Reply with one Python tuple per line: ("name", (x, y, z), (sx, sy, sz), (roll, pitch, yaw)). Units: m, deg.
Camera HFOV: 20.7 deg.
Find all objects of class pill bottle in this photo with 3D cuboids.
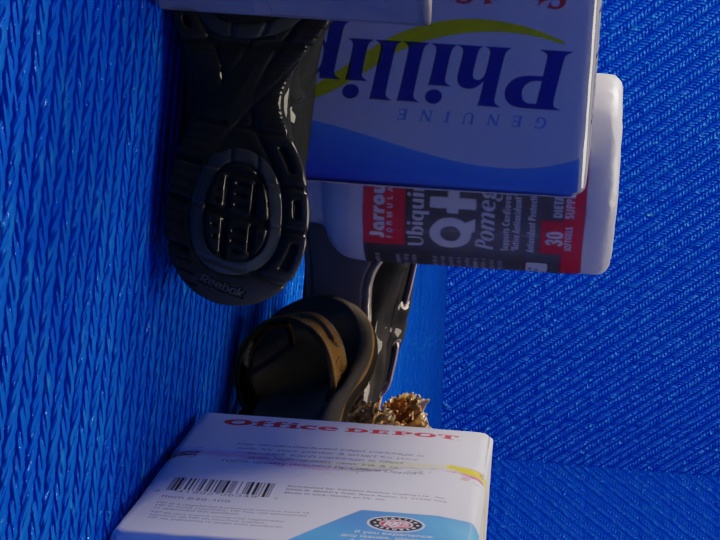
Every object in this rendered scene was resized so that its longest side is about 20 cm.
("pill bottle", (0.040, -0.058, 1.079), (0.111, 0.200, 0.111), (4, 90, -85))

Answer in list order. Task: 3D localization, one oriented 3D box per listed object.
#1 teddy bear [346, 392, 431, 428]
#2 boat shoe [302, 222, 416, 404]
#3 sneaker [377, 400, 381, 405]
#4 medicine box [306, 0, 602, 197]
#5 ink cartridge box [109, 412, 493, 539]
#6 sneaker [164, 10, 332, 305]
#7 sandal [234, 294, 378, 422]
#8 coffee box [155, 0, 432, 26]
("teddy bear", (-0.024, 0.131, 1.085), (0.200, 0.067, 0.145), (-44, 177, -43))
("boat shoe", (0.000, 0.000, 1.178), (0.057, 0.067, 0.200), (-13, 115, -71))
("sneaker", (-0.023, 0.121, 1.255), (0.077, 0.078, 0.200), (-173, -87, -77))
("medicine box", (0.026, -0.146, 0.955), (0.103, 0.182, 0.200), (-64, 157, -75))
("ink cartridge box", (-0.020, 0.159, 0.875), (0.200, 0.146, 0.146), (-57, 150, -78))
("sneaker", (-0.050, -0.087, 0.857), (0.091, 0.076, 0.200), (-143, -116, -84))
("sandal", (-0.042, 0.057, 1.065), (0.055, 0.082, 0.200), (64, 21, -20))
("coffee box", (-0.021, -0.205, 0.770), (0.080, 0.113, 0.200), (66, 29, -80))
